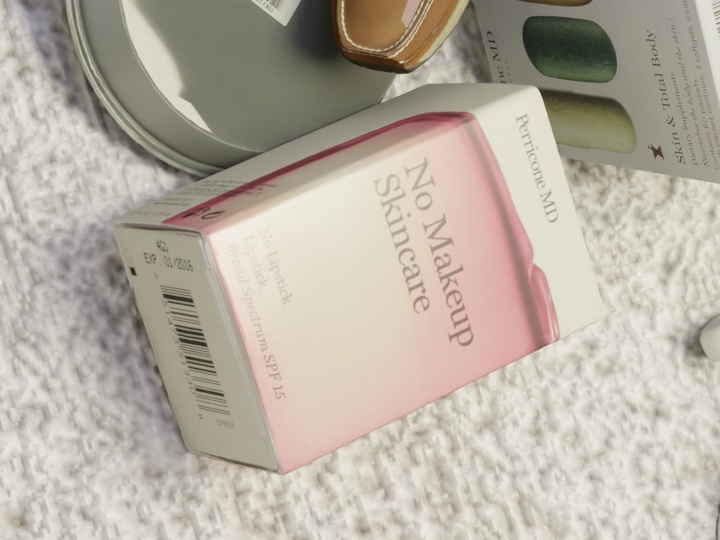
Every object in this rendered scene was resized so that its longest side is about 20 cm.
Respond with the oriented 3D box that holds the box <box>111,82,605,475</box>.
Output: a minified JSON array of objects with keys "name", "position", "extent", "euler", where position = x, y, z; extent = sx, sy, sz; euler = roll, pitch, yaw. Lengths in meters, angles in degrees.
[{"name":"box","position":[0.000,0.000,1.402],"extent":[0.199,0.109,0.128],"euler":[-25,105,-26]}]

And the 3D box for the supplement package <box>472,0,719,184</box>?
[{"name":"supplement package","position":[0.172,-0.146,1.460],"extent":[0.150,0.200,0.152],"euler":[-24,109,-26]}]

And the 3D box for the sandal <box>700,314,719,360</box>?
[{"name":"sandal","position":[0.282,0.019,1.520],"extent":[0.202,0.082,0.050],"euler":[-18,96,11]}]

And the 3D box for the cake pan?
[{"name":"cake pan","position":[-0.053,-0.145,1.452],"extent":[0.199,0.037,0.201],"euler":[0,91,-30]}]

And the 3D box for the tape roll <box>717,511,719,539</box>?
[{"name":"tape roll","position":[0.293,0.147,1.515],"extent":[0.201,0.071,0.204],"euler":[6,71,-19]}]

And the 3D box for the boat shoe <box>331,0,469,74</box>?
[{"name":"boat shoe","position":[0.026,-0.199,1.421],"extent":[0.075,0.074,0.201],"euler":[9,73,19]}]
